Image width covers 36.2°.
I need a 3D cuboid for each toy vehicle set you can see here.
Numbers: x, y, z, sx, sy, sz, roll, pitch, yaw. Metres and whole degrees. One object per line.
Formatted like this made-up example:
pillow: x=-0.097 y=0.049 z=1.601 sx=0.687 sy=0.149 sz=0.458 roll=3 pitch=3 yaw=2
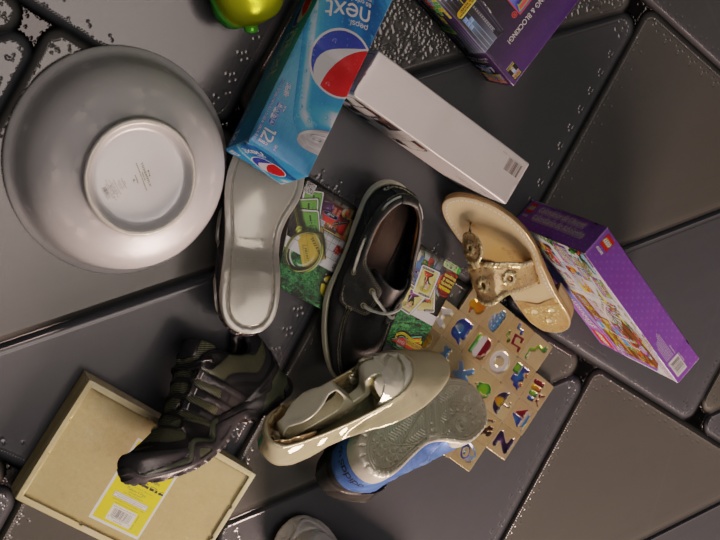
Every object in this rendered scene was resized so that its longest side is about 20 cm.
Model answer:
toy vehicle set: x=-0.209 y=0.197 z=1.036 sx=0.199 sy=0.026 sz=0.125 roll=36 pitch=86 yaw=-29

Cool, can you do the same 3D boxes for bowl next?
bowl: x=-0.196 y=-0.086 z=0.935 sx=0.198 sy=0.090 sz=0.205 roll=-7 pitch=105 yaw=-25

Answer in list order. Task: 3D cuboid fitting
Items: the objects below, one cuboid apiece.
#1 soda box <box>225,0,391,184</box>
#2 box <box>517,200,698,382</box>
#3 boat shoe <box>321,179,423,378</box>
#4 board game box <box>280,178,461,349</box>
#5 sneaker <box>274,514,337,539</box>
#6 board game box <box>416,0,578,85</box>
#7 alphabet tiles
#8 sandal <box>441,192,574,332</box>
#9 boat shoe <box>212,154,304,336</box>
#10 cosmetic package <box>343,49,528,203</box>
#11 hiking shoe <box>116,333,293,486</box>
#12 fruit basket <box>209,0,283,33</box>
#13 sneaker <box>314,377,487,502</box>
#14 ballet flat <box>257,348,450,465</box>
soda box: x=-0.041 y=-0.181 z=0.972 sx=0.064 sy=0.068 sz=0.202 roll=29 pitch=77 yaw=-21
box: x=0.255 y=0.020 z=1.155 sx=0.039 sy=0.137 sz=0.200 roll=-45 pitch=118 yaw=-7
boat shoe: x=0.012 y=0.018 z=1.048 sx=0.071 sy=0.068 sz=0.203 roll=10 pitch=103 yaw=-26
board game box: x=0.000 y=0.000 z=1.088 sx=0.198 sy=0.023 sz=0.106 roll=28 pitch=92 yaw=-27
sneaker: x=0.001 y=0.329 z=1.131 sx=0.199 sy=0.099 sz=0.079 roll=31 pitch=89 yaw=-29
board game box: x=0.145 y=-0.310 z=1.062 sx=0.165 sy=0.057 sz=0.201 roll=40 pitch=84 yaw=-27
alphabet tiles: x=0.119 y=0.117 z=1.188 sx=0.199 sy=0.006 sz=0.168 roll=37 pitch=86 yaw=-29
sandal: x=0.150 y=0.013 z=1.125 sx=0.212 sy=0.077 sz=0.070 roll=46 pitch=50 yaw=-32
boat shoe: x=-0.096 y=-0.041 z=1.010 sx=0.073 sy=0.060 sz=0.204 roll=6 pitch=83 yaw=-19
cosmetic package: x=0.062 y=-0.137 z=1.052 sx=0.199 sy=0.082 sz=0.051 roll=32 pitch=91 yaw=-28
hiking shoe: x=-0.155 y=0.117 z=1.005 sx=0.199 sy=0.075 sz=0.102 roll=-34 pitch=99 yaw=-44
fruit basket: x=-0.094 y=-0.315 z=0.920 sx=0.212 sy=0.157 sz=0.217 roll=-16 pitch=151 yaw=-9
sneaker: x=0.037 y=0.174 z=1.126 sx=0.199 sy=0.111 sz=0.078 roll=-22 pitch=81 yaw=-45
ballet flat: x=-0.006 y=0.117 z=1.020 sx=0.198 sy=0.069 sz=0.070 roll=-27 pitch=113 yaw=-11
